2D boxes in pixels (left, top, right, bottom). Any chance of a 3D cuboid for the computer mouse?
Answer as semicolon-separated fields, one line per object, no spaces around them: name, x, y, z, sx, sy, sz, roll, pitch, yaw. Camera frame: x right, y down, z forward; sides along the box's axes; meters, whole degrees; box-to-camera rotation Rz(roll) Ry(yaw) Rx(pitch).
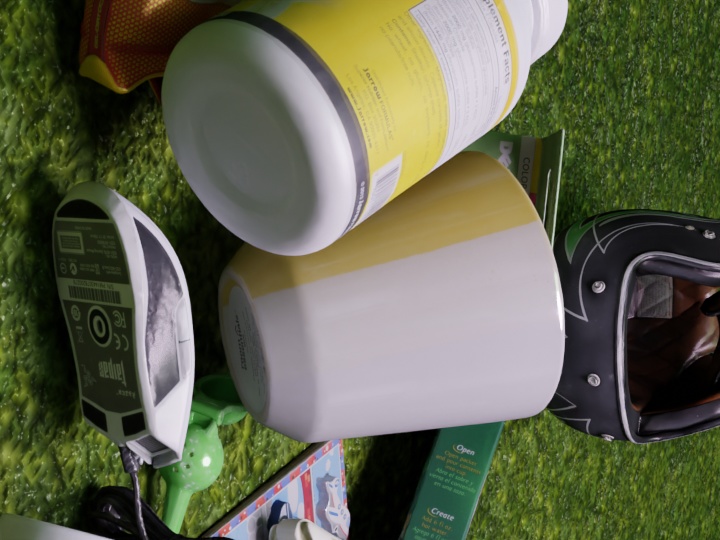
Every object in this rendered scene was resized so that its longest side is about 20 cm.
computer mouse;-0.100;0.055;0.693;0.044;0.109;0.202;-16;105;-41

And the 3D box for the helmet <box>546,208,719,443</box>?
helmet;0.217;0.044;1.173;0.200;0.189;0.202;170;-90;-83

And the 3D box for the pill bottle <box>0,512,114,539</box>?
pill bottle;-0.145;0.213;0.629;0.112;0.111;0.201;36;65;-58

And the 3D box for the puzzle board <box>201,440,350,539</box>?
puzzle board;-0.042;0.223;0.919;0.151;0.017;0.202;-34;124;-55

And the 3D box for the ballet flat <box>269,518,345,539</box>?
ballet flat;-0.046;0.188;0.840;0.200;0.068;0.073;-25;98;-52

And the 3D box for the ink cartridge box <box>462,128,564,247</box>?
ink cartridge box;0.075;-0.032;0.932;0.200;0.059;0.105;165;-67;-84

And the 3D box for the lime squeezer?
lime squeezer;-0.077;0.093;0.805;0.201;0.037;0.071;-65;147;-32

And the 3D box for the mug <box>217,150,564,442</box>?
mug;0.001;0.009;0.793;0.152;0.187;0.150;-13;146;-20

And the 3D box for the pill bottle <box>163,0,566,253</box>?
pill bottle;0.010;-0.100;0.697;0.200;0.112;0.113;-37;128;-37

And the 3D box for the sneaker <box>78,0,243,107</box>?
sneaker;-0.074;-0.117;0.751;0.199;0.073;0.078;-3;116;-55

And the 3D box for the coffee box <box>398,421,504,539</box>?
coffee box;0.054;0.173;1.007;0.123;0.044;0.201;97;14;-60
